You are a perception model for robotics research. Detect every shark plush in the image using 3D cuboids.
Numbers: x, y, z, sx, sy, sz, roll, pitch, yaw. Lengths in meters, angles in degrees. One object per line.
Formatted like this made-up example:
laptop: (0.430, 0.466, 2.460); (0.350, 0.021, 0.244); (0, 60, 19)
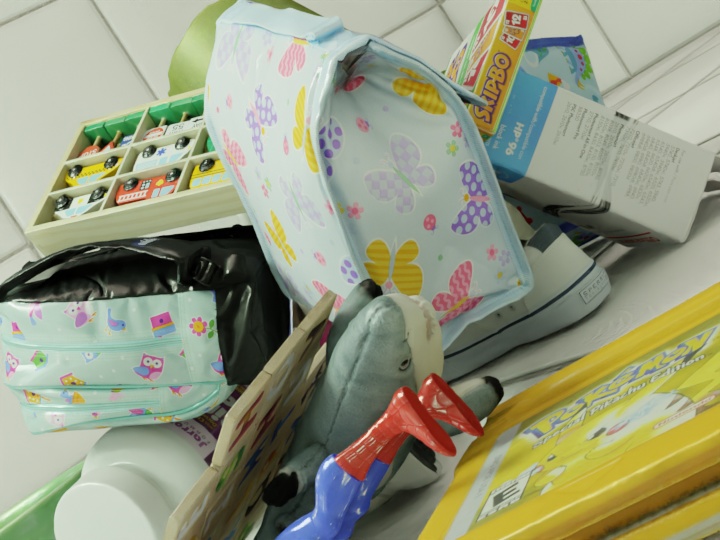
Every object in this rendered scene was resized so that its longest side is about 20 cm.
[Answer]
shark plush: (-0.025, 0.085, 0.558); (0.200, 0.091, 0.083); (-46, -12, 23)

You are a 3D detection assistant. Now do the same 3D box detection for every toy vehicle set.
toy vehicle set: (-0.139, -0.080, 0.845); (0.198, 0.027, 0.125); (-11, 43, 24)

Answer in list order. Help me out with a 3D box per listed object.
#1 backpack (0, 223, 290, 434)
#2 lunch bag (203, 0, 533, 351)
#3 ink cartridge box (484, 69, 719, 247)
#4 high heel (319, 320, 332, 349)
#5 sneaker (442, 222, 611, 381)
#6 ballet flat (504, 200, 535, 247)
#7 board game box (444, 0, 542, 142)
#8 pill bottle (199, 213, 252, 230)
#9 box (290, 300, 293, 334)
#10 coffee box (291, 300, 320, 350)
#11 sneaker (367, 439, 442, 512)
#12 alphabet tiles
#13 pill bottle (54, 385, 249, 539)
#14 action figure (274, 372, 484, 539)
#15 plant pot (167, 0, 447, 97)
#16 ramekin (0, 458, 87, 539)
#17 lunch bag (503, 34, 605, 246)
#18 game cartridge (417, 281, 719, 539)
backpack: (-0.154, 0.040, 0.807); (0.198, 0.128, 0.167); (-7, 4, 4)
lunch bag: (-0.003, -0.065, 0.694); (0.127, 0.201, 0.169); (-36, 29, -17)
ink cartridge box: (0.170, -0.069, 0.826); (0.116, 0.198, 0.068); (179, 112, -84)
high heel: (0.000, 0.000, 0.859); (0.067, 0.096, 0.201); (-16, 42, 24)
sneaker: (0.091, 0.021, 0.823); (0.073, 0.071, 0.200); (-36, 2, -42)
ballet flat: (0.104, -0.019, 0.865); (0.071, 0.199, 0.070); (-1, 68, 38)
board game box: (0.074, -0.121, 0.793); (0.200, 0.030, 0.096); (134, 156, -82)
pill bottle: (-0.047, -0.069, 1.108); (0.199, 0.113, 0.112); (-26, -1, -29)
box: (-0.112, 0.123, 1.016); (0.200, 0.032, 0.122); (-41, 35, 31)
coffee box: (-0.007, 0.050, 1.036); (0.079, 0.114, 0.200); (-34, 3, -17)
sneaker: (-0.003, 0.098, 0.694); (0.081, 0.075, 0.200); (-42, 2, 6)
alphabet tiles: (-0.060, 0.107, 0.586); (0.167, 0.007, 0.201); (-51, -14, -48)
pill bottle: (-0.135, 0.149, 0.854); (0.112, 0.113, 0.200); (-32, 4, 26)
action figure: (-0.029, 0.129, 0.506); (0.200, 0.052, 0.065); (-44, -7, 19)
plant pot: (-0.052, -0.133, 0.948); (0.201, 0.189, 0.200); (-51, -10, -12)
ramekin: (-0.258, 0.239, 0.889); (0.199, 0.098, 0.200); (-34, 3, 2)
lunch bag: (0.131, -0.088, 1.028); (0.127, 0.172, 0.199); (-10, -13, -40)
game cartridge: (0.106, 0.059, 0.453); (0.176, 0.033, 0.200); (-33, 4, 23)
